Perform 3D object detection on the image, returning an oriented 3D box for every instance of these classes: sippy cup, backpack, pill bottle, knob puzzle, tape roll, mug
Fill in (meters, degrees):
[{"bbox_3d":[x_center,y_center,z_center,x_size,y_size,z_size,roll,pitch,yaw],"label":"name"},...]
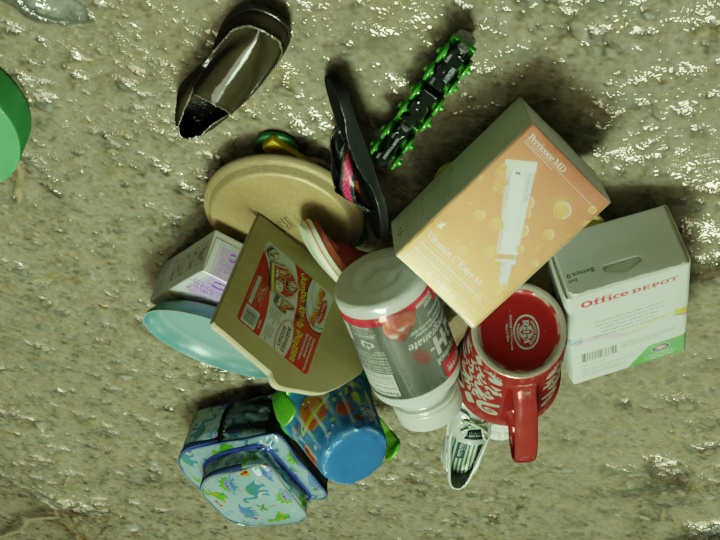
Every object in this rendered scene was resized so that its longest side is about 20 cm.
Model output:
[{"bbox_3d":[-0.029,0.210,1.831,0.176,0.131,0.141,-12,127,-18],"label":"sippy cup"},{"bbox_3d":[-0.159,0.276,1.970,0.198,0.148,0.184,-10,134,29],"label":"backpack"},{"bbox_3d":[0.051,0.083,1.553,0.109,0.111,0.201,-7,126,21],"label":"pill bottle"},{"bbox_3d":[-0.076,0.061,1.565,0.219,0.221,0.030,35,135,-28],"label":"knob puzzle"},{"bbox_3d":[-0.481,-0.177,1.566,0.198,0.049,0.202,7,142,5],"label":"tape roll"},{"bbox_3d":[0.187,0.110,1.566,0.133,0.178,0.200,-33,164,-9],"label":"mug"}]

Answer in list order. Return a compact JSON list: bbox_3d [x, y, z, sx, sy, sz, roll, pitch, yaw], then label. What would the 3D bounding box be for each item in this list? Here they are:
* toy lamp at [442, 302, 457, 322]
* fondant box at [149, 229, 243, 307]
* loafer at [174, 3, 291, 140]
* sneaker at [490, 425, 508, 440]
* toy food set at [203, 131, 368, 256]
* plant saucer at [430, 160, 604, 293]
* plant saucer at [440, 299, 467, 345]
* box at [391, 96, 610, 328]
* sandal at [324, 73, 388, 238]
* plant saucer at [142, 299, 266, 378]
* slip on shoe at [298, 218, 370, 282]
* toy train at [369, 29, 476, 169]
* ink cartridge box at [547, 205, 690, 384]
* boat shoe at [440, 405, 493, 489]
[{"bbox_3d":[0.104,0.049,1.628,0.058,0.059,0.200,20,146,-12],"label":"toy lamp"},{"bbox_3d":[-0.160,0.027,1.688,0.143,0.059,0.200,27,156,-19],"label":"fondant box"},{"bbox_3d":[-0.136,-0.199,1.439,0.072,0.072,0.200,25,139,-18],"label":"loafer"},{"bbox_3d":[0.128,0.161,1.836,0.198,0.074,0.081,15,127,-13],"label":"sneaker"},{"bbox_3d":[-0.085,-0.071,1.603,0.199,0.049,0.197,34,136,-26],"label":"toy food set"},{"bbox_3d":[0.154,-0.045,1.580,0.198,0.049,0.201,18,140,-9],"label":"plant saucer"},{"bbox_3d":[0.090,0.060,1.734,0.198,0.037,0.202,6,142,5],"label":"plant saucer"},{"bbox_3d":[0.145,-0.061,1.445,0.124,0.098,0.200,41,106,-17],"label":"box"},{"bbox_3d":[-0.015,-0.120,1.491,0.045,0.075,0.202,-25,124,-8],"label":"sandal"},{"bbox_3d":[-0.178,0.084,1.727,0.198,0.028,0.201,16,160,6],"label":"plant saucer"},{"bbox_3d":[0.000,0.000,1.594,0.061,0.074,0.200,-46,121,3],"label":"slip on shoe"},{"bbox_3d":[0.067,-0.179,1.429,0.042,0.057,0.200,34,139,-4],"label":"toy train"},{"bbox_3d":[0.294,0.030,1.560,0.144,0.088,0.201,-17,148,1],"label":"ink cartridge box"},{"bbox_3d":[0.148,0.201,1.779,0.072,0.067,0.202,2,126,-3],"label":"boat shoe"}]
